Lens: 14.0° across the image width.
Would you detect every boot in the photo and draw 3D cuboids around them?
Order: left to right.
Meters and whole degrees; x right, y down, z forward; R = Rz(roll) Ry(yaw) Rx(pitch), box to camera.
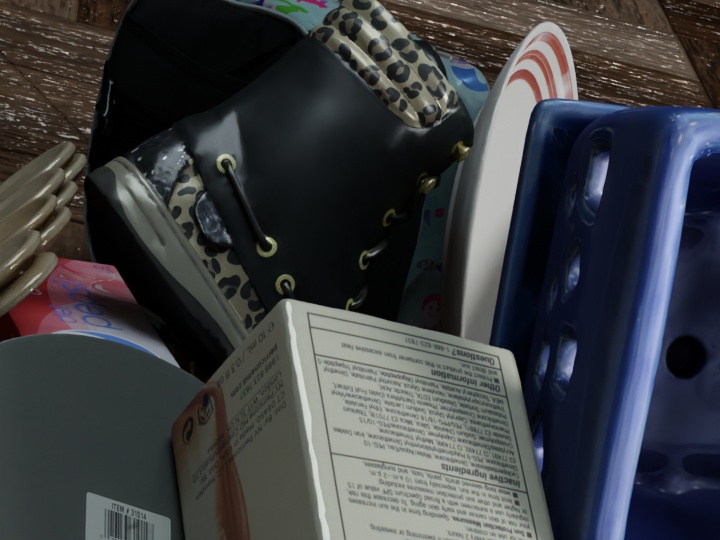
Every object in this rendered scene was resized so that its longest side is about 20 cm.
[{"bbox_3d":[0.000,-0.001,1.230,0.204,0.154,0.073,52,-14,-7],"label":"boot"}]

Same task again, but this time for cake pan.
[{"bbox_3d":[-0.088,0.103,1.019,0.199,0.037,0.201,23,44,-23],"label":"cake pan"}]

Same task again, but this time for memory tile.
[{"bbox_3d":[-0.177,0.012,1.180,0.017,0.153,0.200,54,9,-12],"label":"memory tile"}]

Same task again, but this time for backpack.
[{"bbox_3d":[-0.042,-0.048,1.385,0.150,0.179,0.199,2,14,-41],"label":"backpack"}]

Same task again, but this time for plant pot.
[{"bbox_3d":[0.148,0.038,1.087,0.199,0.202,0.180,7,6,-19],"label":"plant pot"}]

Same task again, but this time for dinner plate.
[{"bbox_3d":[0.067,-0.016,1.358,0.024,0.202,0.200,9,18,18],"label":"dinner plate"}]

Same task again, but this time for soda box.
[{"bbox_3d":[-0.117,0.051,1.197,0.070,0.064,0.200,9,15,-20],"label":"soda box"}]

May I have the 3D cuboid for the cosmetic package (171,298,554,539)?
[{"bbox_3d":[0.008,0.121,0.984,0.103,0.087,0.201,15,46,-29],"label":"cosmetic package"}]
